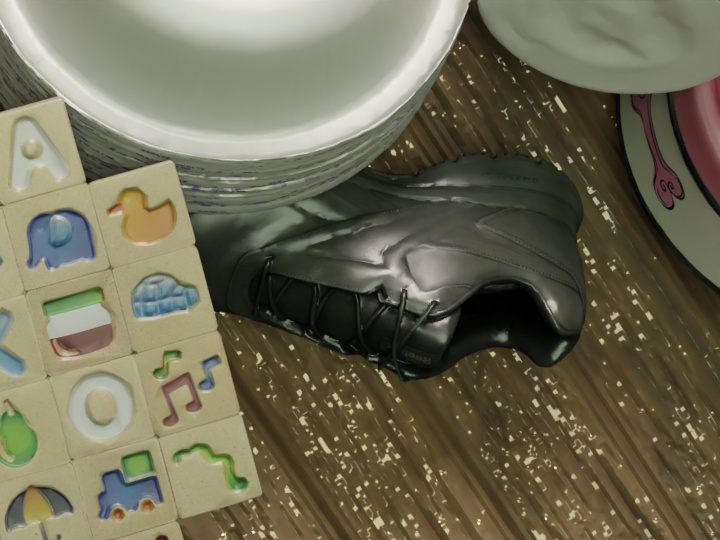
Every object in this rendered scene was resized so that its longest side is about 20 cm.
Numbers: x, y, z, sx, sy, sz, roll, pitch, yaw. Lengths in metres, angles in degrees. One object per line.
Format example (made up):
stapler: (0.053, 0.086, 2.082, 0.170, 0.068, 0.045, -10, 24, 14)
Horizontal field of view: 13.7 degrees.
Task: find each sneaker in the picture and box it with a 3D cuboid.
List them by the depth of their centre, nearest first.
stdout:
sneaker: (0.000, 0.000, 1.208, 0.200, 0.076, 0.091, -2, 51, -10)

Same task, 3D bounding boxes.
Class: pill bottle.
pill bottle: (0.115, -0.180, 1.196, 0.111, 0.111, 0.200, 19, 61, -13)

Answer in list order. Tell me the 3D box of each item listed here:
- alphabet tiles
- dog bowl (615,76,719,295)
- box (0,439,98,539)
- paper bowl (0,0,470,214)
alphabet tiles: (-0.133, 0.044, 1.116, 0.166, 0.006, 0.200, -16, 100, -7)
dog bowl: (0.211, -0.075, 1.246, 0.200, 0.074, 0.201, 1, 80, -6)
box: (-0.204, 0.115, 1.170, 0.182, 0.104, 0.200, -37, 100, -10)
paper bowl: (-0.053, -0.131, 1.161, 0.200, 0.104, 0.201, 4, 69, -10)
